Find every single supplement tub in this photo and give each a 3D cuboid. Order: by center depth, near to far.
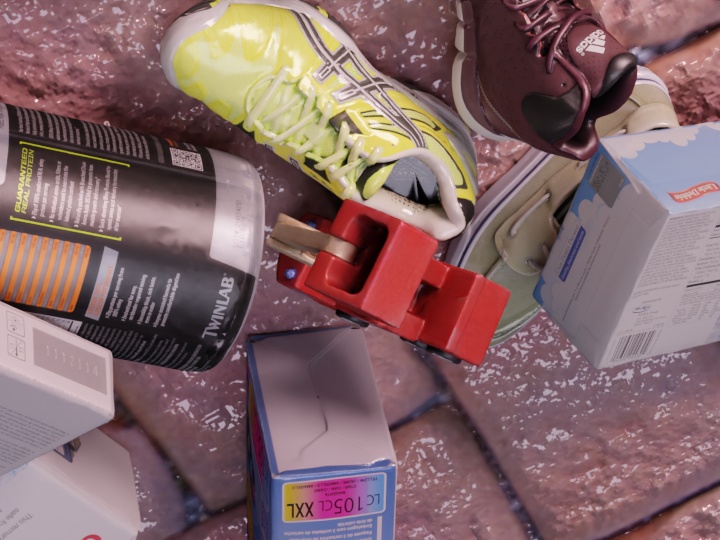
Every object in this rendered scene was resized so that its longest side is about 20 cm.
[{"bbox_3d":[-0.161,-0.021,1.091,0.200,0.123,0.123,12,120,-19],"label":"supplement tub"}]

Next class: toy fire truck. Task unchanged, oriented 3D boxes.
[{"bbox_3d":[0.000,0.000,1.092,0.141,0.200,0.049,27,86,-36],"label":"toy fire truck"}]

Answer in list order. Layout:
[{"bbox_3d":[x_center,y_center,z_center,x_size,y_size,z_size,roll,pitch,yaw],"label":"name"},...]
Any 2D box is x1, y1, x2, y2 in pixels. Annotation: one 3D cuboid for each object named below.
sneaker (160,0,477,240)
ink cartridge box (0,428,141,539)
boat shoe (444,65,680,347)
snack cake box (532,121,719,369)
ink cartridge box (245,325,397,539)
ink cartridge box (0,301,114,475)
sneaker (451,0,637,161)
[{"bbox_3d":[-0.013,-0.082,1.100,0.200,0.076,0.075,24,116,-26],"label":"sneaker"},{"bbox_3d":[-0.247,0.121,1.191,0.145,0.088,0.200,-40,121,15],"label":"ink cartridge box"},{"bbox_3d":[0.110,-0.028,1.182,0.072,0.062,0.200,21,117,-24],"label":"boat shoe"},{"bbox_3d":[0.207,-0.023,1.155,0.200,0.067,0.115,-10,135,-34],"label":"snack cake box"},{"bbox_3d":[-0.026,0.154,1.232,0.076,0.136,0.200,-5,124,-7],"label":"ink cartridge box"},{"bbox_3d":[-0.255,0.061,1.042,0.176,0.045,0.200,-28,142,30],"label":"ink cartridge box"},{"bbox_3d":[0.098,-0.145,1.054,0.076,0.115,0.200,-29,127,-24],"label":"sneaker"}]
